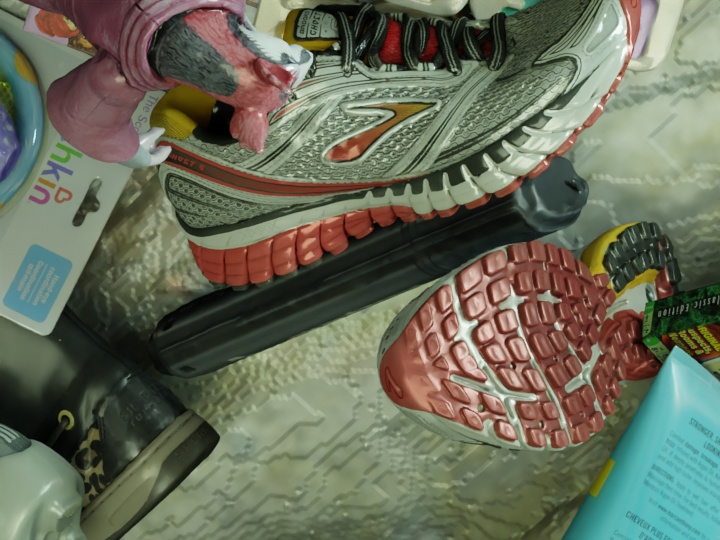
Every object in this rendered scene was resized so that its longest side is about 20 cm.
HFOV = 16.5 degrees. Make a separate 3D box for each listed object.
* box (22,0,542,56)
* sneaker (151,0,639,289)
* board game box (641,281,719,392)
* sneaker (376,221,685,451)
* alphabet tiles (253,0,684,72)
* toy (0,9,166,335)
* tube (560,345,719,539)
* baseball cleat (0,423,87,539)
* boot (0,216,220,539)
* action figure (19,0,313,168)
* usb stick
[{"bbox_3d":[-0.019,-0.127,0.976,0.199,0.039,0.137,19,114,-2],"label":"box"},{"bbox_3d":[0.010,-0.062,0.916,0.199,0.078,0.082,-22,112,18],"label":"sneaker"},{"bbox_3d":[0.207,0.065,0.988,0.104,0.024,0.200,-19,132,34],"label":"board game box"},{"bbox_3d":[0.060,0.033,0.956,0.082,0.200,0.078,-18,85,29],"label":"sneaker"},{"bbox_3d":[0.032,-0.145,0.934,0.199,0.015,0.196,15,114,-1],"label":"alphabet tiles"},{"bbox_3d":[-0.187,-0.072,0.982,0.199,0.047,0.116,26,73,-1],"label":"toy"},{"bbox_3d":[0.093,0.132,0.957,0.077,0.050,0.200,35,87,-35],"label":"tube"},{"bbox_3d":[-0.171,0.141,1.023,0.106,0.070,0.201,32,117,21],"label":"baseball cleat"},{"bbox_3d":[-0.169,0.069,1.058,0.200,0.073,0.151,-36,95,37],"label":"boot"},{"bbox_3d":[-0.080,-0.114,0.852,0.134,0.200,0.149,-49,138,5],"label":"action figure"},{"bbox_3d":[0.000,0.000,0.996,0.199,0.055,0.033,-23,94,31],"label":"usb stick"}]
